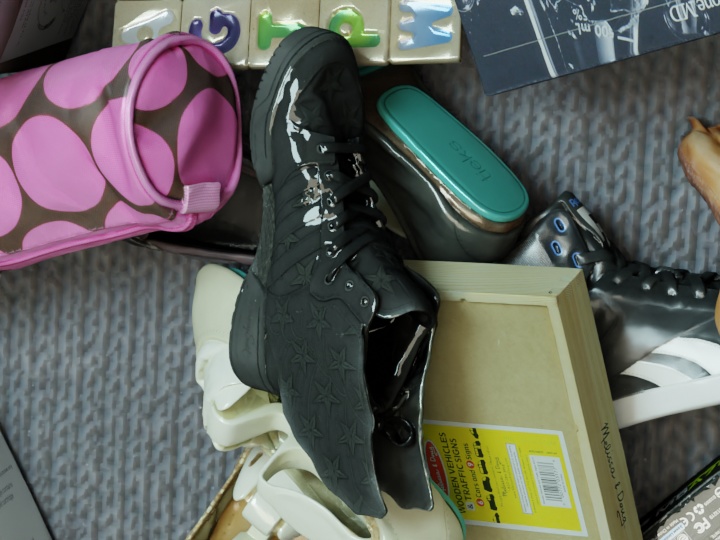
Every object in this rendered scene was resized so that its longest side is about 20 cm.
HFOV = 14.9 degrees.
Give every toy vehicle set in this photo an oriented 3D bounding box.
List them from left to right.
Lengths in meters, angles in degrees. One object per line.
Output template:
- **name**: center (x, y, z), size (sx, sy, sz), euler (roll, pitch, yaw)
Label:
- **toy vehicle set**: center (0.064, 0.090, 1.273), size (0.124, 0.027, 0.201), euler (4, 121, 34)

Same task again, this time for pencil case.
- **pencil case**: center (-0.146, -0.044, 1.267), size (0.199, 0.091, 0.094), euler (-14, 76, 37)

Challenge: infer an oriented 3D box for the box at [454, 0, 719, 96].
- **box**: center (0.120, -0.189, 1.174), size (0.200, 0.104, 0.183), euler (-12, 99, 54)

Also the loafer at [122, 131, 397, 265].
- **loafer**: center (-0.082, -0.040, 1.318), size (0.199, 0.063, 0.072), euler (14, 102, 10)

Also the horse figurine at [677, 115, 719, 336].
- **horse figurine**: center (0.202, 0.007, 1.210), size (0.132, 0.201, 0.050), euler (12, 139, -1)

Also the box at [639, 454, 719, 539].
- **box**: center (0.246, 0.149, 1.285), size (0.200, 0.048, 0.193), euler (-42, 91, 16)

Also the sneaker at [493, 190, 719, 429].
- **sneaker**: center (0.136, 0.009, 1.271), size (0.199, 0.073, 0.112), euler (-19, 96, 16)

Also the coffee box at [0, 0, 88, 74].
- **coffee box**: center (-0.200, -0.145, 1.256), size (0.113, 0.200, 0.080), euler (25, 101, 9)

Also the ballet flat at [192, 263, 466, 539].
- **ballet flat**: center (-0.033, 0.074, 1.275), size (0.200, 0.069, 0.070), euler (44, 108, 29)

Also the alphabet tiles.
- **alphabet tiles**: center (-0.031, -0.191, 1.271), size (0.166, 0.008, 0.201), euler (-1, 79, 15)

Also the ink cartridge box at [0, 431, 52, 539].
- **ink cartridge box**: center (-0.264, 0.088, 1.371), size (0.144, 0.084, 0.201), euler (-24, 94, 15)

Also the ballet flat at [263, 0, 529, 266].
- **ballet flat**: center (-0.001, -0.077, 1.285), size (0.200, 0.068, 0.068), euler (56, 134, 17)

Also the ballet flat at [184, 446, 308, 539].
- **ballet flat**: center (-0.049, 0.131, 1.339), size (0.070, 0.065, 0.201), euler (34, 105, 7)

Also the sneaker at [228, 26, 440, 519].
- **sneaker**: center (-0.002, 0.000, 1.209), size (0.104, 0.060, 0.201), euler (18, 104, 42)
